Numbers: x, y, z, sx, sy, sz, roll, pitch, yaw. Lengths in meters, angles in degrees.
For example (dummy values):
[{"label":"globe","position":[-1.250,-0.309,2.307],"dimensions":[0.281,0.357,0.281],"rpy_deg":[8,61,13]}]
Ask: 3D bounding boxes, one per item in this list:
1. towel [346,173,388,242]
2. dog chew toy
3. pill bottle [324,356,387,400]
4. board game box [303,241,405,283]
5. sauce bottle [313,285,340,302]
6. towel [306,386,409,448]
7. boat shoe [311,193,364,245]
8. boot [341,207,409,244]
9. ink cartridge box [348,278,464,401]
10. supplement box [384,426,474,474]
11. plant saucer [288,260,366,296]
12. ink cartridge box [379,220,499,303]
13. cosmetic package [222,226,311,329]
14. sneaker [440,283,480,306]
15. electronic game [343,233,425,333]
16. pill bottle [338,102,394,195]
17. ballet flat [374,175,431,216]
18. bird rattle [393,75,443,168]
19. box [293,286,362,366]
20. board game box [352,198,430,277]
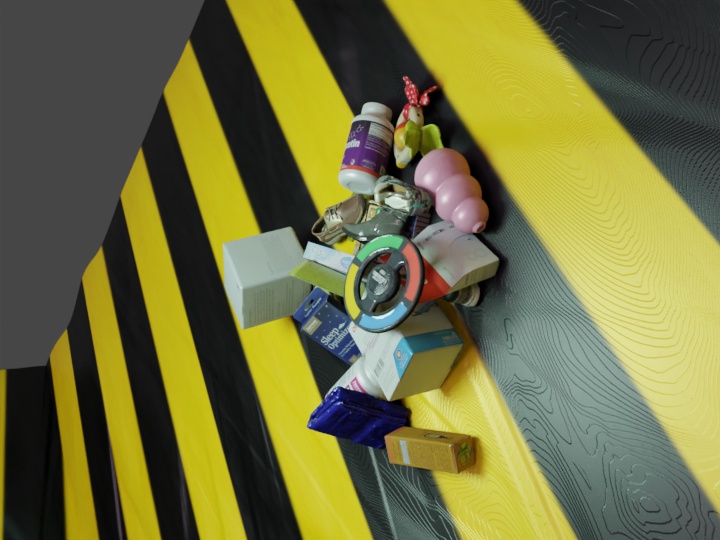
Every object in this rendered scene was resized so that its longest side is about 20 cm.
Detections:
[{"label":"towel","position":[0.003,-0.178,1.784],"dimensions":[0.202,0.018,0.087],"rpy_deg":[-59,44,24]},{"label":"dog chew toy","position":[0.198,-0.160,1.483],"dimensions":[0.125,0.123,0.202],"rpy_deg":[-50,58,30]},{"label":"pill bottle","position":[0.011,0.269,1.622],"dimensions":[0.201,0.111,0.115],"rpy_deg":[-50,50,31]},{"label":"board game box","position":[0.000,0.000,1.616],"dimensions":[0.198,0.197,0.044],"rpy_deg":[19,87,48]},{"label":"sauce bottle","position":[-0.090,0.050,1.815],"dimensions":[0.064,0.064,0.205],"rpy_deg":[-35,60,39]},{"label":"towel","position":[-0.004,0.335,1.567],"dimensions":[0.148,0.197,0.050],"rpy_deg":[-50,32,30]},{"label":"boat shoe","position":[-0.057,-0.128,1.760],"dimensions":[0.200,0.070,0.077],"rpy_deg":[-43,42,45]},{"label":"boot","position":[0.047,-0.119,1.631],"dimensions":[0.198,0.067,0.134],"rpy_deg":[19,86,49]},{"label":"ink cartridge box","position":[0.093,0.140,1.502],"dimensions":[0.202,0.143,0.149],"rpy_deg":[57,139,35]},{"label":"supplement box","position":[0.143,0.374,1.479],"dimensions":[0.197,0.066,0.071],"rpy_deg":[-10,93,49]},{"label":"plant saucer","position":[-0.068,0.024,1.649],"dimensions":[0.200,0.195,0.049],"rpy_deg":[-177,109,-83]},{"label":"ink cartridge box","position":[0.159,-0.025,1.444],"dimensions":[0.161,0.196,0.048],"rpy_deg":[50,147,39]},{"label":"cosmetic package","position":[-0.245,0.018,1.861],"dimensions":[0.170,0.195,0.168],"rpy_deg":[100,148,-47]},{"label":"sneaker","position":[0.166,0.010,1.508],"dimensions":[0.200,0.086,0.075],"rpy_deg":[42,114,44]},{"label":"electronic game","position":[0.044,0.024,1.407],"dimensions":[0.196,0.041,0.205],"rpy_deg":[-17,62,35]},{"label":"pill bottle","position":[0.019,-0.293,1.698],"dimensions":[0.111,0.111,0.205],"rpy_deg":[-2,70,48]},{"label":"ballet flat","position":[0.070,-0.161,1.518],"dimensions":[0.199,0.071,0.074],"rpy_deg":[25,102,54]},{"label":"bird rattle","position":[0.111,-0.332,1.629],"dimensions":[0.164,0.110,0.205],"rpy_deg":[129,136,-52]},{"label":"box","position":[-0.058,0.137,1.678],"dimensions":[0.121,0.198,0.033],"rpy_deg":[-47,13,32]},{"label":"board game box","position":[0.069,-0.079,1.667],"dimensions":[0.198,0.046,0.156],"rpy_deg":[19,98,49]}]
